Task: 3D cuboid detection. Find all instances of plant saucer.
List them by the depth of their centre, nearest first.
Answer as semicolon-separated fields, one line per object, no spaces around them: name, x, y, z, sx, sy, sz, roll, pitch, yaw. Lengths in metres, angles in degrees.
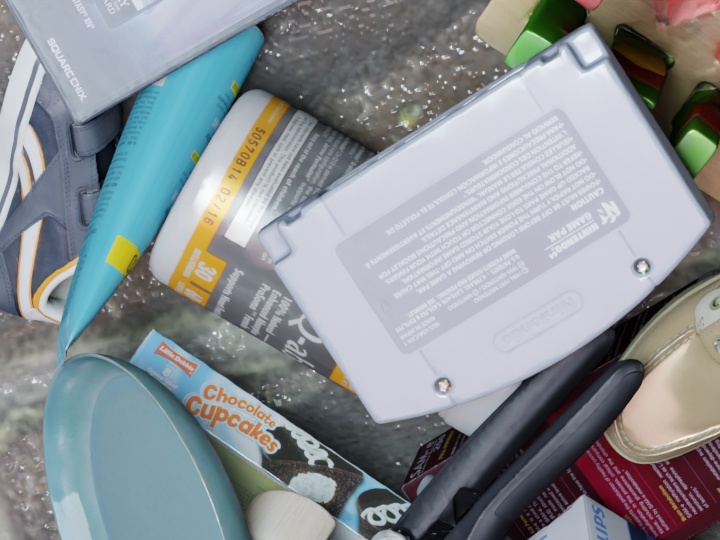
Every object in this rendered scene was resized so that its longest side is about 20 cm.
plant saucer;-0.106;0.135;1.561;0.200;0.027;0.201;36;136;45

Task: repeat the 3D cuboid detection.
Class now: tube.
tube;-0.113;-0.044;1.545;0.050;0.077;0.201;25;77;1

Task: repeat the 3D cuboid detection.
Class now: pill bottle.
pill bottle;0.000;0.000;1.561;0.200;0.116;0.117;30;114;1

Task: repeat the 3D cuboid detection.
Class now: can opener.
can opener;0.068;0.107;1.515;0.063;0.079;0.200;42;107;27

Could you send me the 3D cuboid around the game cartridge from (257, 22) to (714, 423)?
game cartridge;0.065;-0.015;1.468;0.200;0.040;0.134;-31;94;16

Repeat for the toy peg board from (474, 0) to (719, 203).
toy peg board;0.183;-0.132;1.480;0.200;0.098;0.199;34;114;-2

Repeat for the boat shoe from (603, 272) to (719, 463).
boat shoe;0.204;0.033;1.494;0.200;0.065;0.072;-34;100;12

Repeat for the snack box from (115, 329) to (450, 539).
snack box;-0.051;0.122;1.625;0.200;0.037;0.116;34;149;1

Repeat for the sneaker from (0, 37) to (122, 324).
sneaker;-0.153;-0.059;1.595;0.079;0.078;0.200;25;124;7

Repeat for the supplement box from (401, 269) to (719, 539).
supplement box;0.134;0.099;1.597;0.200;0.061;0.109;-32;101;21

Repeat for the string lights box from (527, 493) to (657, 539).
string lights box;0.157;0.208;1.590;0.200;0.059;0.103;32;122;-27

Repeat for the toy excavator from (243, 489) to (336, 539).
toy excavator;-0.018;0.215;1.609;0.194;0.100;0.200;40;141;-7

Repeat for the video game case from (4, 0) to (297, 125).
video game case;-0.093;-0.185;1.518;0.200;0.019;0.143;-30;96;-1
